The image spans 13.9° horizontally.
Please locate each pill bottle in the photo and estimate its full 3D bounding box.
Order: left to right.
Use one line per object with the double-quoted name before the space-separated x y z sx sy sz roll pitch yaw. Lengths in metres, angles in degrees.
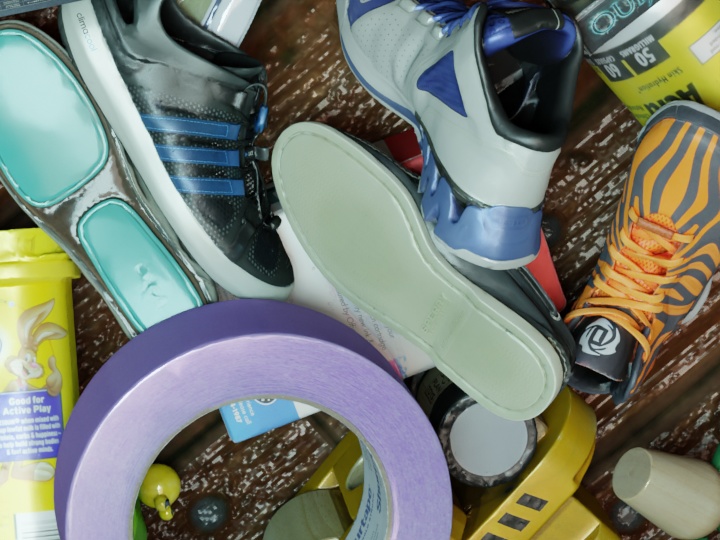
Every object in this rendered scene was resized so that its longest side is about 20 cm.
"pill bottle" 0.212 -0.095 1.609 0.111 0.111 0.200 -42 107 5

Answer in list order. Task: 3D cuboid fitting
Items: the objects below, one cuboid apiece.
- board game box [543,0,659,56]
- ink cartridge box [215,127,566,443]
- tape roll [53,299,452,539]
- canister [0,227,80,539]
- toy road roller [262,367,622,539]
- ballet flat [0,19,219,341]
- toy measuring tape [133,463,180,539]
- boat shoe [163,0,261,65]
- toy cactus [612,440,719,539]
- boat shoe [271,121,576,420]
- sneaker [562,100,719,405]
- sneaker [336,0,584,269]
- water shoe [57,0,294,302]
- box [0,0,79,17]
"board game box" 0.168 -0.212 1.556 0.200 0.135 0.028 -37 128 4
"ink cartridge box" 0.000 0.000 1.629 0.199 0.067 0.117 -21 107 -1
"tape roll" -0.056 0.119 1.523 0.199 0.066 0.201 -3 107 -11
"canister" -0.218 0.083 1.578 0.148 0.087 0.201 -4 89 2
"toy road roller" 0.055 0.144 1.650 0.146 0.123 0.200 41 97 -17
"ballet flat" -0.142 -0.041 1.549 0.067 0.064 0.201 -32 96 3
"toy measuring tape" -0.188 0.164 1.646 0.199 0.074 0.074 -25 108 -3
"boat shoe" -0.109 -0.116 1.578 0.062 0.072 0.201 28 103 -17
"toy cactus" 0.205 0.135 1.674 0.165 0.102 0.201 26 88 -35
"boat shoe" 0.039 -0.008 1.560 0.199 0.066 0.075 40 123 11
"sneaker" 0.154 0.004 1.579 0.077 0.112 0.200 27 145 14
"sneaker" 0.064 -0.109 1.528 0.080 0.200 0.115 2 134 -29
"water shoe" -0.077 -0.072 1.524 0.079 0.072 0.200 -29 107 13
"box" -0.187 -0.201 1.499 0.199 0.158 0.051 -12 146 -3
